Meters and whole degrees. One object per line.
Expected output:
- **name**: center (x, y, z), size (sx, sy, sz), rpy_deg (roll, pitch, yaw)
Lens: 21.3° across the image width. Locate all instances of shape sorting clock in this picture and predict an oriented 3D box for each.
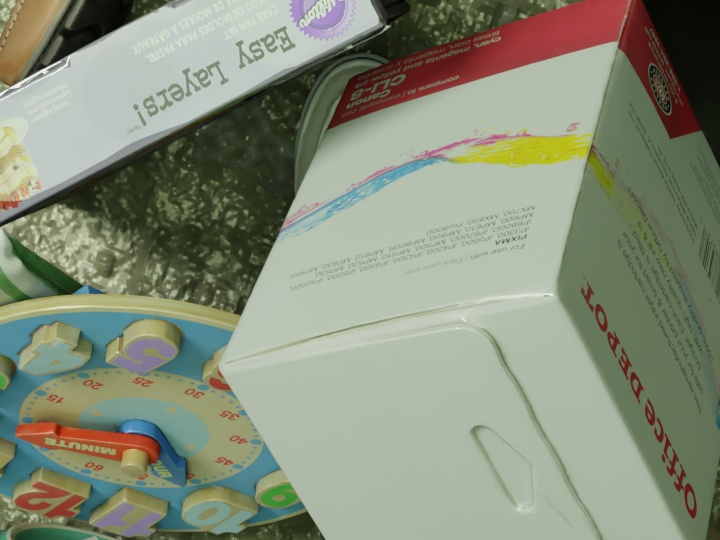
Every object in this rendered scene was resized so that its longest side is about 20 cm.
- **shape sorting clock**: center (-0.095, 0.069, 0.828), size (0.199, 0.200, 0.039), rpy_deg (4, 60, 3)

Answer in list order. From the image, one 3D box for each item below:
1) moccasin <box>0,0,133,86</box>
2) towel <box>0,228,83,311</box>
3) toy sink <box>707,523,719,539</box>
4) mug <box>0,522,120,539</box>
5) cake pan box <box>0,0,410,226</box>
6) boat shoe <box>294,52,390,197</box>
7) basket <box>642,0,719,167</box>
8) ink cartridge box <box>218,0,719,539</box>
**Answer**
- **moccasin**: center (-0.128, -0.180, 0.876), size (0.078, 0.074, 0.202), rpy_deg (21, 98, 10)
- **towel**: center (-0.217, 0.029, 0.809), size (0.199, 0.153, 0.023), rpy_deg (-13, 75, 7)
- **toy sink**: center (0.134, 0.184, 0.860), size (0.130, 0.200, 0.112), rpy_deg (-48, 61, 7)
- **mug**: center (-0.150, 0.178, 0.862), size (0.185, 0.152, 0.115), rpy_deg (18, 96, -12)
- **cake pan box**: center (-0.077, -0.085, 0.825), size (0.200, 0.184, 0.052), rpy_deg (-27, 97, 4)
- **boat shoe**: center (0.000, 0.000, 0.884), size (0.071, 0.070, 0.201), rpy_deg (4, 95, 3)
- **basket**: center (0.217, -0.138, 0.807), size (0.200, 0.180, 0.136), rpy_deg (-41, 66, -19)
- **ink cartridge box**: center (0.060, 0.014, 0.768), size (0.144, 0.200, 0.145), rpy_deg (-14, 122, 27)
